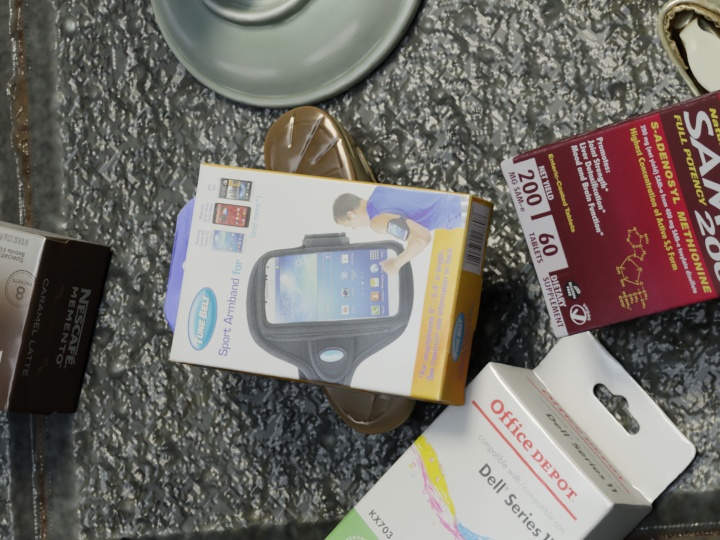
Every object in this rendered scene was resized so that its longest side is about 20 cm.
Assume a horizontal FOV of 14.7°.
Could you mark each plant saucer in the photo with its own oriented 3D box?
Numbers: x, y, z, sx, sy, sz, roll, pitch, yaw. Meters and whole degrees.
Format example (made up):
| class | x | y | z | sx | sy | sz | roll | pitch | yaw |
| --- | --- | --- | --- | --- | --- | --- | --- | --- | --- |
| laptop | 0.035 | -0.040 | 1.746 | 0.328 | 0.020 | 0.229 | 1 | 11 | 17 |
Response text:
| class | x | y | z | sx | sy | sz | roll | pitch | yaw |
| --- | --- | --- | --- | --- | --- | --- | --- | --- | --- |
| plant saucer | -0.054 | -0.201 | 1.715 | 0.199 | 0.050 | 0.201 | -3 | 84 | 27 |

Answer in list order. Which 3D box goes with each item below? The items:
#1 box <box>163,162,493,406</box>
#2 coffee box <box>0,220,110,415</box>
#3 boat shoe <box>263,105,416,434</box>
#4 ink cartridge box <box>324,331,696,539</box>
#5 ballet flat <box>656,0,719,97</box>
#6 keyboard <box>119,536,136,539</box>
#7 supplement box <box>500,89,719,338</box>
| class | x | y | z | sx | sy | sz | roll | pitch | yaw |
| --- | --- | --- | --- | --- | --- | --- | --- | --- | --- |
| box | -0.028 | 0.006 | 1.616 | 0.199 | 0.041 | 0.120 | 7 | 86 | 23 |
| coffee box | -0.272 | 0.017 | 1.786 | 0.199 | 0.080 | 0.115 | 14 | 91 | 27 |
| boat shoe | 0.000 | 0.000 | 1.661 | 0.071 | 0.064 | 0.201 | -18 | 76 | 21 |
| ink cartridge box | 0.083 | 0.134 | 1.605 | 0.200 | 0.067 | 0.117 | -48 | 66 | 15 |
| ballet flat | 0.229 | -0.074 | 1.556 | 0.067 | 0.062 | 0.200 | -44 | 69 | 16 |
| keyboard | -0.197 | 0.261 | 1.760 | 0.200 | 0.040 | 0.104 | -36 | 48 | 20 |
| supplement box | 0.181 | -0.038 | 1.532 | 0.200 | 0.061 | 0.109 | -17 | 92 | 43 |
